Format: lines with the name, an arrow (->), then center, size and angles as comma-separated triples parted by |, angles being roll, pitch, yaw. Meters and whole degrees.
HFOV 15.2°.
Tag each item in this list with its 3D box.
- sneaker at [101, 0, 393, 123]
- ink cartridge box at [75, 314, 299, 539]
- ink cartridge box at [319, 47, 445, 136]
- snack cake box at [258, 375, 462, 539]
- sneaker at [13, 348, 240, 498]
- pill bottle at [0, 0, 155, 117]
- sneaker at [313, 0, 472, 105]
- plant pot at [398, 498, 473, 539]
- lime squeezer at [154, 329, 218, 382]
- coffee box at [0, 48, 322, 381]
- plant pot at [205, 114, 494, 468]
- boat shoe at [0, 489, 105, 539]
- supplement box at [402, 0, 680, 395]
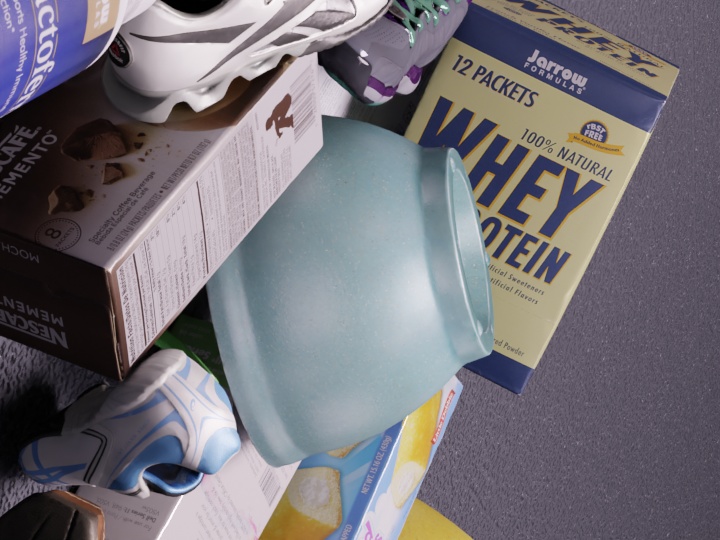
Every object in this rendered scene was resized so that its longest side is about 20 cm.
sneaker -> -0.043, -0.154, 1.360 | 0.200, 0.074, 0.089 | -36, 151, -31
ink cartridge box -> -0.111, 0.142, 1.576 | 0.200, 0.067, 0.117 | -61, 153, -26
ink cartridge box -> 0.001, -0.144, 1.646 | 0.197, 0.043, 0.200 | -62, 154, -15
snack cake box -> -0.031, 0.134, 1.684 | 0.200, 0.115, 0.067 | -66, 155, -14
sneaker -> -0.124, 0.093, 1.408 | 0.072, 0.073, 0.200 | -37, -175, -27
pill bottle -> -0.175, -0.127, 1.205 | 0.200, 0.115, 0.116 | -38, 139, -51
sneaker -> 0.017, -0.146, 1.491 | 0.088, 0.074, 0.200 | -47, 178, 11
plant pot -> 0.032, 0.248, 1.830 | 0.200, 0.142, 0.201 | 14, 90, -72
lime squeezer -> -0.109, -0.003, 1.496 | 0.038, 0.071, 0.200 | 35, 36, -29
coffee box -> -0.118, -0.049, 1.379 | 0.200, 0.113, 0.080 | -51, 151, -37
plant pot -> 0.000, 0.000, 1.508 | 0.200, 0.134, 0.201 | -11, 90, -80
boat shoe -> -0.189, 0.214, 1.467 | 0.200, 0.076, 0.074 | -67, 162, 7
supplement box -> 0.094, -0.058, 1.686 | 0.200, 0.134, 0.200 | -65, 176, 13
